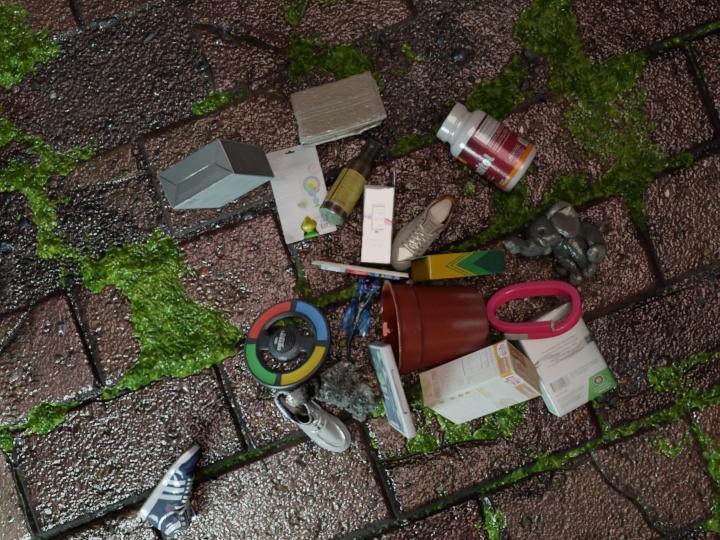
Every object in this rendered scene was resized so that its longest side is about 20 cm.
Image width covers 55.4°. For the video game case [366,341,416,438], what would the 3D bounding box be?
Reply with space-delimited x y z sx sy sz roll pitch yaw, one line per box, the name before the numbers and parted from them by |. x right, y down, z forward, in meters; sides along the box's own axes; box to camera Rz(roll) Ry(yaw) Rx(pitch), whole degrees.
video game case | 0.060 0.239 1.411 0.023 0.200 0.184 -16 88 -9

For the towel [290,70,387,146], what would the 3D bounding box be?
towel | -0.048 -0.353 1.498 0.197 0.035 0.134 -15 68 0

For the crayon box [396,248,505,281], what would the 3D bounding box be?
crayon box | 0.187 -0.009 1.436 0.197 0.127 0.052 -5 88 -12

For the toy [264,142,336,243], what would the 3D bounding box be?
toy | -0.130 -0.167 1.501 0.113 0.047 0.203 -15 82 -2

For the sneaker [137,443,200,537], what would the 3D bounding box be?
sneaker | -0.378 0.475 1.468 0.108 0.070 0.201 37 95 6

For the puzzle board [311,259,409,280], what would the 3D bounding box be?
puzzle board | 0.000 0.000 1.443 0.197 0.151 0.018 9 90 0

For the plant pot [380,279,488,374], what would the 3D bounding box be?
plant pot | 0.154 0.114 1.429 0.192 0.201 0.204 -4 88 -8

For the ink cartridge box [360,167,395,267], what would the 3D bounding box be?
ink cartridge box | 0.036 -0.113 1.465 0.066 0.116 0.203 4 87 0

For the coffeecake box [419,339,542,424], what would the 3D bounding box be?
coffeecake box | 0.245 0.231 1.395 0.198 0.153 0.074 -25 52 24

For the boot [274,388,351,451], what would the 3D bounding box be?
boot | -0.105 0.322 1.460 0.199 0.096 0.074 37 89 1

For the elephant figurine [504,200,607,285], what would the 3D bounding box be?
elephant figurine | 0.412 -0.075 1.449 0.199 0.155 0.142 32 111 -7

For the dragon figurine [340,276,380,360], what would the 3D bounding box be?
dragon figurine | -0.007 0.105 1.465 0.058 0.099 0.203 18 91 1

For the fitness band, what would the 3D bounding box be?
fitness band | 0.360 0.080 1.436 0.197 0.145 0.038 -5 131 27

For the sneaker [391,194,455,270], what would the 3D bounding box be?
sneaker | 0.131 -0.086 1.480 0.073 0.085 0.201 38 91 0

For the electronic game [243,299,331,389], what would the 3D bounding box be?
electronic game | -0.156 0.155 1.455 0.197 0.042 0.203 -8 61 15

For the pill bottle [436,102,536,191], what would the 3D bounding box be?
pill bottle | 0.267 -0.268 1.471 0.199 0.113 0.114 35 89 2

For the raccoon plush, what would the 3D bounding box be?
raccoon plush | -0.055 0.280 1.441 0.199 0.097 0.135 -28 83 -32

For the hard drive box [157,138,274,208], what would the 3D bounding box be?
hard drive box | -0.291 -0.194 1.409 0.154 0.200 0.078 -26 88 16

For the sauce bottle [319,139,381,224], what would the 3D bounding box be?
sauce bottle | -0.016 -0.193 1.474 0.064 0.065 0.201 31 71 1

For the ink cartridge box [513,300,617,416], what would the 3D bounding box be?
ink cartridge box | 0.429 0.185 1.469 0.145 0.083 0.202 -27 88 -1
